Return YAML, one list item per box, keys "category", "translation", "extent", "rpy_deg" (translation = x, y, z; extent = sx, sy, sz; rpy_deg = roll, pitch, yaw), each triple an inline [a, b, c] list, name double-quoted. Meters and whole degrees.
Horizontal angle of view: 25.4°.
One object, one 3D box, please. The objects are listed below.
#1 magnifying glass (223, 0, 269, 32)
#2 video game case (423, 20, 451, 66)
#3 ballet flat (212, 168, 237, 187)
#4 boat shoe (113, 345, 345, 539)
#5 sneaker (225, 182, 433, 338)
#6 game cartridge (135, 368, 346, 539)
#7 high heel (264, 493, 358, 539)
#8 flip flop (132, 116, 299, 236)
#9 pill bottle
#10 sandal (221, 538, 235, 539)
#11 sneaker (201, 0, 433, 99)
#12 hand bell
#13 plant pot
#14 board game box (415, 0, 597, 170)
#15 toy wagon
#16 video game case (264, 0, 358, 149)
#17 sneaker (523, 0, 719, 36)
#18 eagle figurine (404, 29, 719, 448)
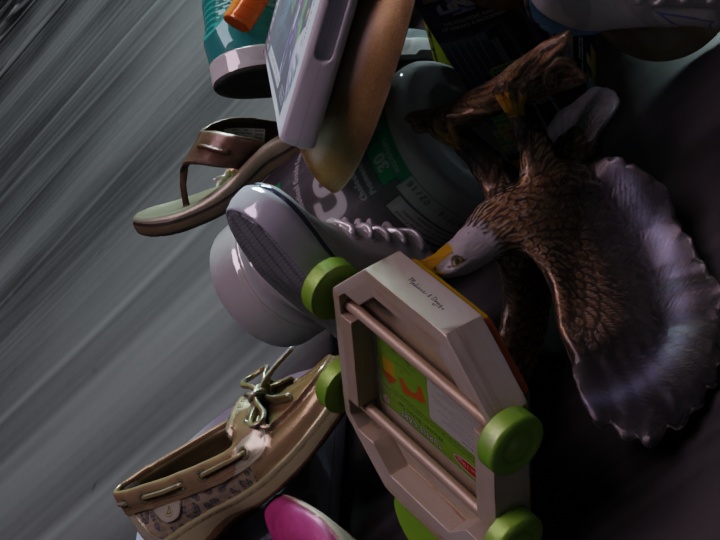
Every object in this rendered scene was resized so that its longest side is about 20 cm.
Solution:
- category: "magnifying glass"
  translation: [-0.028, -0.239, 1.009]
  extent: [0.200, 0.022, 0.080]
  rpy_deg: [-61, 18, -7]
- category: "video game case"
  translation: [0.057, -0.240, 1.072]
  extent: [0.025, 0.181, 0.200]
  rpy_deg: [-5, 50, 13]
- category: "ballet flat"
  translation: [-0.044, -0.062, 1.164]
  extent: [0.200, 0.064, 0.076]
  rpy_deg: [-17, 50, 51]
- category: "boat shoe"
  translation: [-0.074, 0.107, 0.953]
  extent: [0.200, 0.063, 0.073]
  rpy_deg: [-43, 4, 28]
- category: "sneaker"
  translation: [0.000, 0.000, 0.894]
  extent: [0.073, 0.200, 0.071]
  rpy_deg: [24, 75, 43]
- category: "game cartridge"
  translation: [-0.080, 0.149, 1.048]
  extent: [0.200, 0.040, 0.134]
  rpy_deg: [-35, 39, 37]
- category: "high heel"
  translation: [-0.017, 0.196, 0.862]
  extent: [0.096, 0.067, 0.200]
  rpy_deg: [-51, 42, -6]
- category: "flip flop"
  translation: [-0.077, -0.083, 1.088]
  extent: [0.200, 0.058, 0.081]
  rpy_deg: [-31, 4, 28]
- category: "pill bottle"
  translation: [0.000, -0.035, 1.013]
  extent: [0.200, 0.113, 0.113]
  rpy_deg: [-36, 35, 37]
- category: "sandal"
  translation: [-0.122, 0.255, 0.968]
  extent: [0.080, 0.054, 0.200]
  rpy_deg: [39, 100, 39]
- category: "sneaker"
  translation: [-0.030, -0.183, 1.089]
  extent: [0.084, 0.200, 0.121]
  rpy_deg: [-25, 76, 46]
- category: "hand bell"
  translation: [0.109, -0.157, 0.840]
  extent: [0.104, 0.200, 0.104]
  rpy_deg: [9, 105, 39]
- category: "plant pot"
  translation: [-0.002, -0.143, 0.890]
  extent: [0.200, 0.027, 0.200]
  rpy_deg: [-166, 90, -79]
- category: "board game box"
  translation: [0.087, -0.186, 0.956]
  extent: [0.057, 0.165, 0.200]
  rpy_deg: [-16, 45, 24]
- category: "toy wagon"
  translation: [0.034, 0.085, 0.811]
  extent: [0.040, 0.200, 0.155]
  rpy_deg: [-28, 45, -24]
- category: "video game case"
  translation: [-0.018, -0.181, 0.883]
  extent: [0.200, 0.023, 0.182]
  rpy_deg: [-105, 30, -68]
- category: "sneaker"
  translation: [0.167, -0.152, 0.791]
  extent: [0.087, 0.200, 0.075]
  rpy_deg: [18, 112, 51]
- category: "eagle figurine"
  translation: [0.094, -0.005, 0.833]
  extent: [0.151, 0.200, 0.152]
  rpy_deg: [-23, -1, 2]
